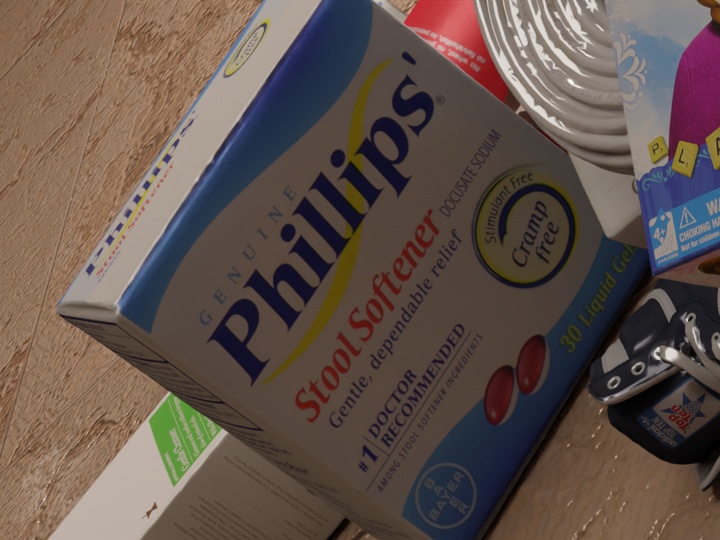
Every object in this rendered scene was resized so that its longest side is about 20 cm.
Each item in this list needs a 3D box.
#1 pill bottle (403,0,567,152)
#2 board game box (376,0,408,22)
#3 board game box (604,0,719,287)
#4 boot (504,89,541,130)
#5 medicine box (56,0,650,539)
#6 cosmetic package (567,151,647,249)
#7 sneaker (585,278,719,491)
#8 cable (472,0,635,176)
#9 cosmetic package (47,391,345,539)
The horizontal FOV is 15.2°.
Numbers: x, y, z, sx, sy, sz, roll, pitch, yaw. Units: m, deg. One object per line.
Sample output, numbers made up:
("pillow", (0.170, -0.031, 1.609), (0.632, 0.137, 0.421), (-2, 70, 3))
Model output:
("pill bottle", (0.052, -0.071, 1.355), (0.200, 0.112, 0.112), (-56, 19, -8))
("board game box", (-0.019, -0.062, 1.590), (0.196, 0.056, 0.200), (-51, 19, 4))
("board game box", (0.167, -0.119, 0.924), (0.200, 0.041, 0.200), (-26, 65, 43))
("boot", (0.167, -0.136, 1.261), (0.072, 0.200, 0.166), (2, -85, -68))
("medicine box", (0.000, 0.000, 1.218), (0.182, 0.200, 0.103), (-57, 19, -10))
("cosmetic package", (0.124, -0.116, 1.175), (0.102, 0.074, 0.200), (-40, 58, 29))
("sneaker", (0.154, 0.026, 1.013), (0.109, 0.070, 0.200), (-52, 12, -11))
("cable", (0.129, -0.135, 1.056), (0.200, 0.069, 0.200), (-50, 48, 34))
("cosmetic package", (-0.098, 0.148, 1.366), (0.200, 0.085, 0.108), (-50, 22, 5))
